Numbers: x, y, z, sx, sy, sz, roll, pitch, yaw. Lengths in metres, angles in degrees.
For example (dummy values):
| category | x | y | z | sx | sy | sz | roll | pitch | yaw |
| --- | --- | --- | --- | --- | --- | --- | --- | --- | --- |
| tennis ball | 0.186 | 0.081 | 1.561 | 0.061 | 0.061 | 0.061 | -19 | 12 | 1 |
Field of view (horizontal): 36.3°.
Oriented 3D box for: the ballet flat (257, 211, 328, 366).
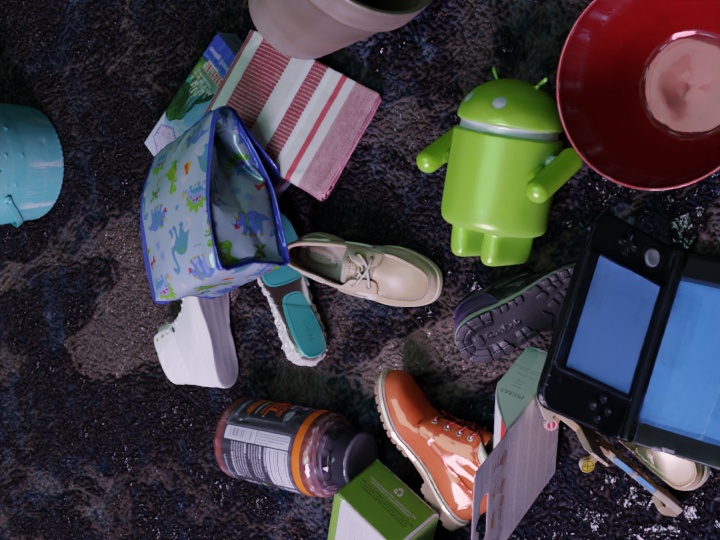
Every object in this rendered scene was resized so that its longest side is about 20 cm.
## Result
| category | x | y | z | sx | sy | sz | roll | pitch | yaw |
| --- | --- | --- | --- | --- | --- | --- | --- | --- | --- |
| ballet flat | -0.098 | 0.028 | 1.384 | 0.072 | 0.072 | 0.201 | -20 | 82 | 36 |

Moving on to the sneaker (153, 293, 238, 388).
| category | x | y | z | sx | sy | sz | roll | pitch | yaw |
| --- | --- | --- | --- | --- | --- | --- | --- | --- | --- |
| sneaker | -0.235 | 0.060 | 1.478 | 0.115 | 0.074 | 0.201 | -4 | 94 | 33 |

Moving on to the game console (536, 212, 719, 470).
| category | x | y | z | sx | sy | sz | roll | pitch | yaw |
| --- | --- | --- | --- | --- | --- | --- | --- | --- | --- |
| game console | 0.287 | 0.064 | 1.037 | 0.116 | 0.175 | 0.201 | 0 | 68 | 61 |

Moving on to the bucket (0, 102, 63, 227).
| category | x | y | z | sx | sy | sz | roll | pitch | yaw |
| --- | --- | --- | --- | --- | --- | --- | --- | --- | --- |
| bucket | -0.553 | -0.159 | 1.644 | 0.207 | 0.135 | 0.208 | 4 | 97 | 36 |

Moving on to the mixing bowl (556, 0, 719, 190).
| category | x | y | z | sx | sy | sz | roll | pitch | yaw |
| --- | --- | --- | --- | --- | --- | --- | --- | --- | --- |
| mixing bowl | 0.299 | -0.178 | 1.042 | 0.200 | 0.108 | 0.201 | 5 | 99 | 35 |

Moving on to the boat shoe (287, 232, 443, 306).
| category | x | y | z | sx | sy | sz | roll | pitch | yaw |
| --- | --- | --- | --- | --- | --- | --- | --- | --- | --- |
| boat shoe | 0.000 | 0.000 | 1.300 | 0.199 | 0.065 | 0.072 | 17 | 104 | 26 |

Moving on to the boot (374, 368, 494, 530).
| category | x | y | z | sx | sy | sz | roll | pitch | yaw |
| --- | --- | --- | --- | --- | --- | --- | --- | --- | --- |
| boot | 0.098 | 0.186 | 1.258 | 0.107 | 0.075 | 0.200 | -36 | 83 | 30 |

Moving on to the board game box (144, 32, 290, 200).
| category | x | y | z | sx | sy | sz | roll | pitch | yaw |
| --- | --- | --- | --- | --- | --- | --- | --- | --- | --- |
| board game box | -0.170 | -0.166 | 1.423 | 0.200 | 0.041 | 0.200 | 52 | 121 | 19 |

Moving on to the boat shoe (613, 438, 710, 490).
| category | x | y | z | sx | sy | sz | roll | pitch | yaw |
| --- | --- | --- | --- | --- | --- | --- | --- | --- | --- |
| boat shoe | 0.272 | 0.144 | 1.122 | 0.200 | 0.069 | 0.074 | 52 | 122 | 20 |

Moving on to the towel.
| category | x | y | z | sx | sy | sz | roll | pitch | yaw |
| --- | --- | --- | --- | --- | --- | --- | --- | --- | --- |
| towel | -0.087 | -0.191 | 1.331 | 0.200 | 0.023 | 0.144 | 31 | 93 | 21 |

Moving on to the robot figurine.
| category | x | y | z | sx | sy | sz | roll | pitch | yaw |
| --- | --- | --- | --- | --- | --- | --- | --- | --- | --- |
| robot figurine | 0.150 | -0.108 | 1.153 | 0.175 | 0.115 | 0.201 | 21 | 108 | 45 |

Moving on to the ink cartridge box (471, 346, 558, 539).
| category | x | y | z | sx | sy | sz | roll | pitch | yaw |
| --- | --- | --- | --- | --- | --- | --- | --- | --- | --- |
| ink cartridge box | 0.143 | 0.197 | 1.115 | 0.050 | 0.200 | 0.161 | 19 | 128 | 30 |

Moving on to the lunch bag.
| category | x | y | z | sx | sy | sz | roll | pitch | yaw |
| --- | --- | --- | --- | --- | --- | --- | --- | --- | --- |
| lunch bag | -0.185 | -0.077 | 1.328 | 0.170 | 0.127 | 0.201 | -24 | 77 | 47 |

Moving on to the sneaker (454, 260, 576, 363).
| category | x | y | z | sx | sy | sz | roll | pitch | yaw |
| --- | --- | --- | --- | --- | --- | --- | --- | --- | --- |
| sneaker | 0.190 | 0.020 | 1.166 | 0.199 | 0.088 | 0.076 | -21 | 118 | 13 |

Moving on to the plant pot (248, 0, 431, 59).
| category | x | y | z | sx | sy | sz | roll | pitch | yaw |
| --- | --- | --- | --- | --- | --- | --- | --- | --- | --- |
| plant pot | -0.036 | -0.331 | 1.236 | 0.173 | 0.199 | 0.201 | -32 | 76 | 52 |

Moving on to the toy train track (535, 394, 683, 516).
| category | x | y | z | sx | sy | sz | roll | pitch | yaw |
| --- | --- | --- | --- | --- | --- | --- | --- | --- | --- |
| toy train track | 0.244 | 0.191 | 1.100 | 0.200 | 0.115 | 0.033 | 38 | 105 | -17 |

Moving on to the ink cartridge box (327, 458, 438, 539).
| category | x | y | z | sx | sy | sz | roll | pitch | yaw |
| --- | --- | --- | --- | --- | --- | --- | --- | --- | --- |
| ink cartridge box | 0.057 | 0.340 | 1.265 | 0.200 | 0.076 | 0.148 | 38 | 142 | 26 |

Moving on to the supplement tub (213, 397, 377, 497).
| category | x | y | z | sx | sy | sz | roll | pitch | yaw |
| --- | --- | --- | --- | --- | --- | --- | --- | --- | --- |
| supplement tub | -0.078 | 0.221 | 1.364 | 0.199 | 0.107 | 0.107 | 5 | 98 | 35 |
